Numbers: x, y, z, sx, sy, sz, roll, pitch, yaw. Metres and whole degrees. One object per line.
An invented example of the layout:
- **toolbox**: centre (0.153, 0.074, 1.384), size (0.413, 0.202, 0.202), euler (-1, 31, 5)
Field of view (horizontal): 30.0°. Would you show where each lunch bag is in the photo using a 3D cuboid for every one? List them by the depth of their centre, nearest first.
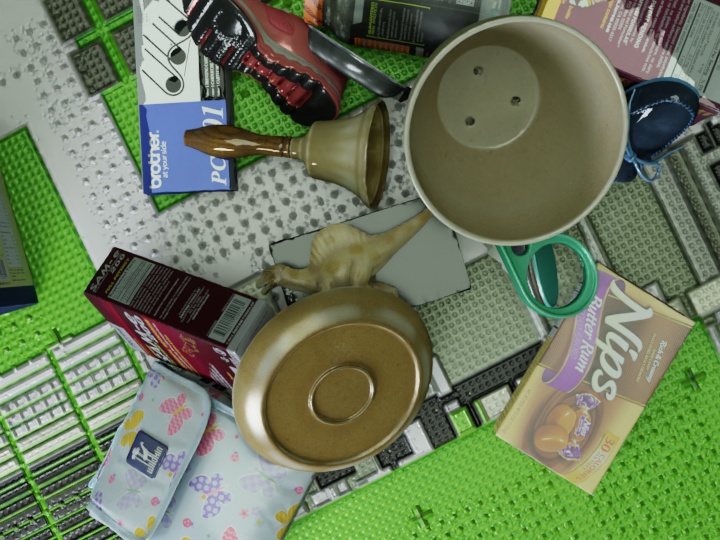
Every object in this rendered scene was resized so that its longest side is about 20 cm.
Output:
- **lunch bag**: centre (-0.158, 0.209, 1.338), size (0.198, 0.127, 0.171), euler (29, 87, 5)

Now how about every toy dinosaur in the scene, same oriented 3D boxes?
- **toy dinosaur**: centre (0.000, 0.000, 1.263), size (0.198, 0.058, 0.102), euler (-23, 91, 1)

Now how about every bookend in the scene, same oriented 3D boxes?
- **bookend**: centre (0.032, 0.039, 1.340), size (0.197, 0.092, 0.201), euler (-18, 92, 2)

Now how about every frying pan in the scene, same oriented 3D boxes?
- **frying pan**: centre (0.012, -0.192, 1.320), size (0.115, 0.189, 0.031), euler (37, 98, 29)

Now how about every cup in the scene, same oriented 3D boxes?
- **cup**: centre (0.128, -0.141, 1.222), size (0.197, 0.143, 0.203), euler (-2, 110, -5)

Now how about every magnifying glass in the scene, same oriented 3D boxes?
- **magnifying glass**: centre (0.146, -0.029, 1.291), size (0.199, 0.022, 0.080), euler (38, 83, -11)

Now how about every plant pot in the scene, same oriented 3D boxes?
- **plant pot**: centre (-0.020, 0.109, 1.241), size (0.197, 0.028, 0.202), euler (-10, 121, -17)

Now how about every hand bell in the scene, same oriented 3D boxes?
- **hand bell**: centre (-0.078, -0.119, 1.313), size (0.197, 0.104, 0.106), euler (5, 92, 13)

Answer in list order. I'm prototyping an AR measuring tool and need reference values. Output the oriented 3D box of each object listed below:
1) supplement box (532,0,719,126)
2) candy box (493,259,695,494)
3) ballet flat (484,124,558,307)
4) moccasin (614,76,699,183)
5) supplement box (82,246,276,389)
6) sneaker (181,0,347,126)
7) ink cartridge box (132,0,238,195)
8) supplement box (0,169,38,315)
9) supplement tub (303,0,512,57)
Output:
- **supplement box**: centre (0.264, -0.227, 1.301), size (0.198, 0.131, 0.104), euler (23, 91, 1)
- **candy box**: centre (0.233, 0.106, 1.350), size (0.116, 0.056, 0.201), euler (31, 94, 2)
- **ballet flat**: centre (0.153, -0.057, 1.349), size (0.072, 0.073, 0.203), euler (-9, 97, 3)
- **moccasin**: centre (0.249, -0.110, 1.279), size (0.080, 0.200, 0.069), euler (28, 58, -12)
- **supplement box**: centre (-0.160, 0.054, 1.296), size (0.198, 0.109, 0.061), euler (18, 65, 33)
- **sneaker**: centre (-0.093, -0.231, 1.337), size (0.200, 0.087, 0.074), euler (41, 133, -14)
- **ink cartridge box**: centre (-0.177, -0.180, 1.367), size (0.093, 0.044, 0.203), euler (-2, 92, 5)
- **supplement box**: centre (-0.427, -0.043, 1.306), size (0.132, 0.200, 0.203), euler (-16, 90, 2)
- **supplement tub**: centre (0.049, -0.274, 1.314), size (0.197, 0.123, 0.124), euler (10, 92, 2)
